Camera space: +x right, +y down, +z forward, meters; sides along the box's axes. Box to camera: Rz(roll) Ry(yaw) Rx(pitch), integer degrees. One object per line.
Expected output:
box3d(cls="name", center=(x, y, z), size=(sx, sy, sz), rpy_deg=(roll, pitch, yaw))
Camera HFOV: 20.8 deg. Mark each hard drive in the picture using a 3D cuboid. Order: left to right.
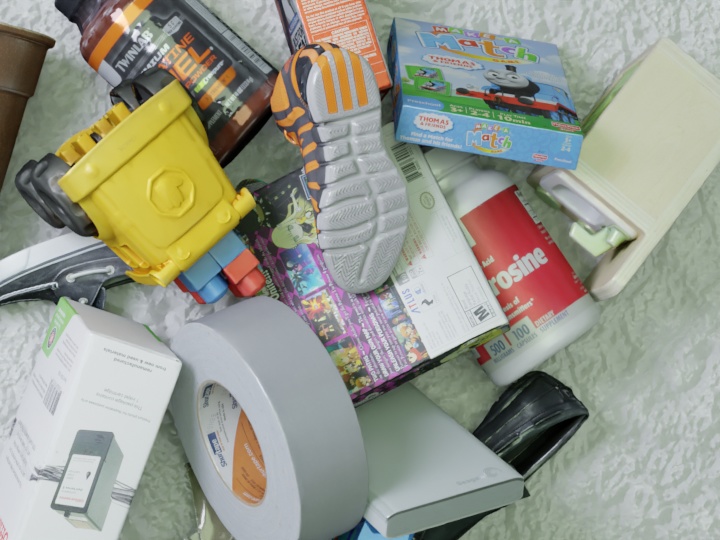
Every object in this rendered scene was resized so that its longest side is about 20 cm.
box3d(cls="hard drive", center=(0.022, 0.143, 1.598), size=(0.131, 0.200, 0.026), rpy_deg=(-12, 120, -30))

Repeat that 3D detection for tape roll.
box3d(cls="tape roll", center=(-0.075, 0.125, 1.540), size=(0.066, 0.200, 0.201), rpy_deg=(-20, 87, -28))

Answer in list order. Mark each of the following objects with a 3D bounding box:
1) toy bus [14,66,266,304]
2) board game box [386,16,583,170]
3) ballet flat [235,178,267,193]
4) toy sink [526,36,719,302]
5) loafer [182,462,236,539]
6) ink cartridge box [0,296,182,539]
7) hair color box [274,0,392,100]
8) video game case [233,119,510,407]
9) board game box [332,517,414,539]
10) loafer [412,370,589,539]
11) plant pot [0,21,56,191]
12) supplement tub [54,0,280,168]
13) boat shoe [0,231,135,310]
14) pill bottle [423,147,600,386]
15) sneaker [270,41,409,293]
box3d(cls="toy bus", center=(-0.162, -0.048, 1.565), size=(0.136, 0.200, 0.192), rpy_deg=(-44, 104, -14))
box3d(cls="board game box", center=(0.101, -0.152, 1.651), size=(0.150, 0.200, 0.037), rpy_deg=(9, 117, -6))
box3d(cls="ballet flat", center=(-0.036, -0.005, 1.659), size=(0.200, 0.072, 0.072), rpy_deg=(30, 81, 13))
box3d(cls="toy sink", center=(0.223, -0.085, 1.687), size=(0.112, 0.130, 0.200), rpy_deg=(38, 82, -2))
box3d(cls="loafer", center=(-0.123, 0.248, 1.644), size=(0.069, 0.075, 0.201), rpy_deg=(2, 75, -1))
box3d(cls="ink cartridge box", center=(-0.228, 0.139, 1.577), size=(0.084, 0.145, 0.201), rpy_deg=(19, 94, -20))
box3d(cls="hair color box", center=(-0.037, -0.234, 1.678), size=(0.064, 0.111, 0.201), rpy_deg=(-16, 86, -9))
box3d(cls="video game case", center=(0.000, 0.000, 1.601), size=(0.181, 0.036, 0.201), rpy_deg=(-27, 73, 0))
box3d(cls="board game box", center=(-0.021, 0.288, 1.607), size=(0.045, 0.152, 0.201), rpy_deg=(25, 83, -5))
box3d(cls="loafer", center=(0.113, 0.173, 1.670), size=(0.201, 0.068, 0.070), rpy_deg=(-46, 52, -11))
box3d(cls="plant pot", center=(-0.366, -0.112, 1.595), size=(0.199, 0.200, 0.199), rpy_deg=(12, 91, -6))
box3d(cls="supplement tub", center=(-0.164, -0.183, 1.660), size=(0.200, 0.107, 0.107), rpy_deg=(41, 81, -1))
box3d(cls="boat shoe", center=(-0.236, 0.005, 1.654), size=(0.199, 0.072, 0.068), rpy_deg=(-19, 85, -16))
box3d(cls="pill bottle", center=(0.107, -0.011, 1.671), size=(0.112, 0.112, 0.200), rpy_deg=(-34, 86, -9))
box3d(cls="sneaker", center=(-0.019, -0.087, 1.573), size=(0.077, 0.112, 0.201), rpy_deg=(-10, 105, -20))
